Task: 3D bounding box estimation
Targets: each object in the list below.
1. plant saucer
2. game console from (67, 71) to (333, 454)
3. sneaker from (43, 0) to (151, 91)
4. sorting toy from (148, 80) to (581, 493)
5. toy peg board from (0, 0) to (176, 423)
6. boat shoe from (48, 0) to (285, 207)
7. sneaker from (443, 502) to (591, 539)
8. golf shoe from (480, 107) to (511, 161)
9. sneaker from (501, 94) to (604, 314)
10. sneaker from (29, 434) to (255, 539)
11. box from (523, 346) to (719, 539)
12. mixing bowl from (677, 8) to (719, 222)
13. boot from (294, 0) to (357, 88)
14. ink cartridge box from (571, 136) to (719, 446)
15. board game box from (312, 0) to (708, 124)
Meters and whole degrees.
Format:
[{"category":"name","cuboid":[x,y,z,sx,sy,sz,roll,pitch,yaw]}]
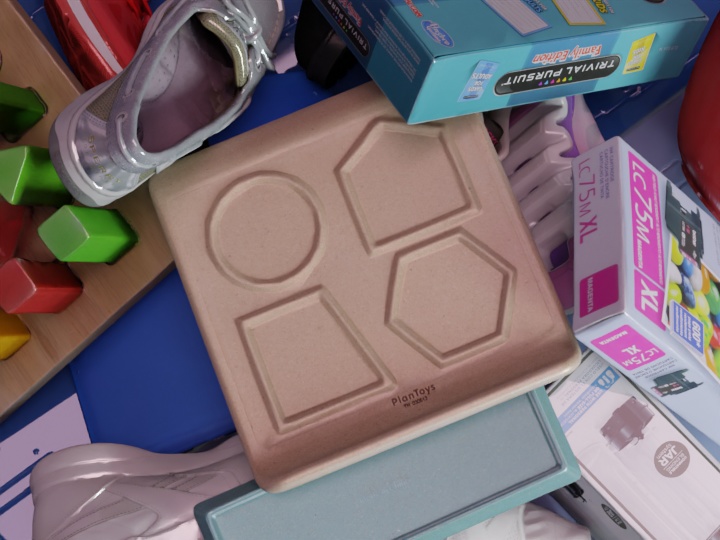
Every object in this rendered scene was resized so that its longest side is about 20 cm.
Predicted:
[{"category":"plant saucer","cuboid":[0.014,0.116,0.975,0.198,0.019,0.071,-24,81,-2]},{"category":"game console","cuboid":[-0.085,0.000,1.101,0.169,0.118,0.202,-10,76,-37]},{"category":"sneaker","cuboid":[-0.135,-0.183,1.092,0.115,0.079,0.201,-24,61,-11]},{"category":"sorting toy","cuboid":[0.000,0.000,0.998,0.183,0.037,0.202,-22,70,-1]},{"category":"toy peg board","cuboid":[-0.233,-0.030,1.029,0.199,0.098,0.201,-40,81,9]},{"category":"boat shoe","cuboid":[-0.091,-0.106,1.013,0.202,0.064,0.075,-48,115,-46]},{"category":"sneaker","cuboid":[0.072,0.196,1.003,0.115,0.074,0.201,23,45,0]},{"category":"golf shoe","cuboid":[0.031,-0.066,1.054,0.087,0.077,0.201,12,67,39]},{"category":"sneaker","cuboid":[0.122,-0.056,1.099,0.088,0.080,0.202,17,48,-42]},{"category":"sneaker","cuboid":[-0.085,0.143,1.021,0.198,0.075,0.100,-6,53,5]},{"category":"box","cuboid":[0.173,0.139,1.032,0.060,0.117,0.200,-43,83,-11]},{"category":"mixing bowl","cuboid":[0.254,-0.067,1.062,0.200,0.200,0.108,46,110,7]},{"category":"boot","cuboid":[-0.033,-0.226,1.128,0.162,0.073,0.199,32,70,2]},{"category":"ink cartridge box","cuboid":[0.189,0.027,1.021,0.042,0.200,0.120,-25,44,33]},{"category":"board game box","cuboid":[0.073,-0.160,1.037,0.198,0.047,0.151,-12,52,-34]}]
